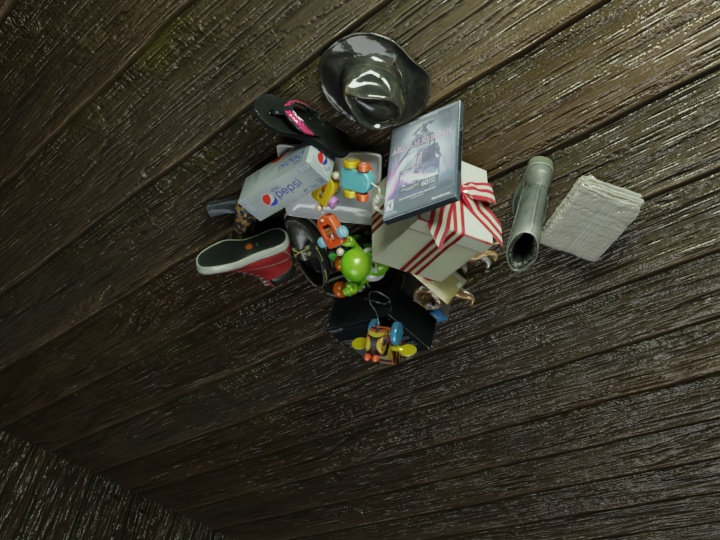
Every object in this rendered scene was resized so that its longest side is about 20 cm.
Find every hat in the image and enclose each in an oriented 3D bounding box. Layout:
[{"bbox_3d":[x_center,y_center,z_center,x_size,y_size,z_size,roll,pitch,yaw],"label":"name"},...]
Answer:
[{"bbox_3d":[0.016,-0.287,1.337,0.197,0.082,0.202,9,144,6],"label":"hat"}]

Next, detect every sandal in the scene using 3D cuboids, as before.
[{"bbox_3d":[-0.096,-0.261,1.414,0.198,0.076,0.045,21,145,-25],"label":"sandal"}]

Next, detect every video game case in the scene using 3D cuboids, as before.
[{"bbox_3d":[0.106,-0.181,1.350,0.141,0.202,0.019,-17,142,34],"label":"video game case"}]

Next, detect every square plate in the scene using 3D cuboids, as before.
[{"bbox_3d":[-0.055,-0.168,1.559,0.197,0.029,0.199,7,144,7],"label":"square plate"}]

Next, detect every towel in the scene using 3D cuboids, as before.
[{"bbox_3d":[0.428,-0.095,1.516,0.131,0.035,0.201,19,144,-7],"label":"towel"}]

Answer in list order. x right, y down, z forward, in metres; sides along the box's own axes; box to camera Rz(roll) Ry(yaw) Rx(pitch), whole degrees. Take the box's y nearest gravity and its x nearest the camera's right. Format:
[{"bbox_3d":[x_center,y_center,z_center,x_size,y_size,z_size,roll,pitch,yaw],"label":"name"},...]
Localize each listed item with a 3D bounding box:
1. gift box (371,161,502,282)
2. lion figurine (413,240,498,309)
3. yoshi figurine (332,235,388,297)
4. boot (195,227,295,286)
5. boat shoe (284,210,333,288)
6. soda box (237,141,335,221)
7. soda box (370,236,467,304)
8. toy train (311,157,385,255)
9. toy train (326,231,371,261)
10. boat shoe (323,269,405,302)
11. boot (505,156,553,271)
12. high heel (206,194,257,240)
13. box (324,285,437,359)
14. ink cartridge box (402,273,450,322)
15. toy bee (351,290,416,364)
[{"bbox_3d":[0.138,-0.091,1.453,0.182,0.203,0.187,11,147,-28],"label":"gift box"},{"bbox_3d":[0.195,0.001,1.655,0.121,0.073,0.202,25,107,0],"label":"lion figurine"},{"bbox_3d":[-0.014,-0.006,1.589,0.113,0.112,0.200,48,157,-6],"label":"yoshi figurine"},{"bbox_3d":[-0.236,-0.002,1.690,0.197,0.073,0.145,-14,142,-6],"label":"boot"},{"bbox_3d":[-0.110,-0.043,1.712,0.071,0.061,0.202,-5,140,21],"label":"boat shoe"},{"bbox_3d":[-0.139,-0.169,1.501,0.199,0.069,0.063,-24,130,39],"label":"soda box"},{"bbox_3d":[0.116,-0.028,1.585,0.199,0.068,0.064,39,105,-4],"label":"soda box"},{"bbox_3d":[-0.021,-0.125,1.500,0.199,0.055,0.151,-30,92,42],"label":"toy train"},{"bbox_3d":[0.018,-0.053,1.685,0.198,0.042,0.056,-14,147,31],"label":"toy train"},{"bbox_3d":[0.005,0.033,1.769,0.198,0.077,0.060,-18,141,33],"label":"boat shoe"},{"bbox_3d":[0.297,-0.079,1.432,0.071,0.202,0.183,5,143,9],"label":"boot"},{"bbox_3d":[-0.218,-0.074,1.688,0.141,0.072,0.201,-7,131,33],"label":"high heel"},{"bbox_3d":[0.043,0.117,1.744,0.198,0.080,0.141,-15,138,43],"label":"box"},{"bbox_3d":[0.088,0.075,1.806,0.198,0.067,0.116,-17,134,34],"label":"ink cartridge box"},{"bbox_3d":[0.034,0.144,1.616,0.130,0.110,0.200,-7,140,39],"label":"toy bee"}]
